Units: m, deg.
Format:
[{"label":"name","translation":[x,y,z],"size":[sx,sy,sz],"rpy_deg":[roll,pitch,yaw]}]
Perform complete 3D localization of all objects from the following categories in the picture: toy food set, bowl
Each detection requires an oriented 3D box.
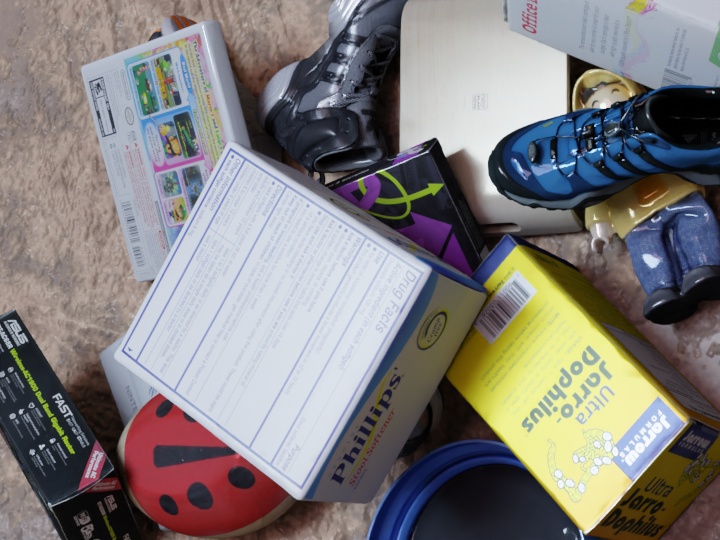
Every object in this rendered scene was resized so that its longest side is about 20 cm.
[{"label":"toy food set","translation":[0.107,-0.127,1.296],"size":[0.143,0.060,0.202],"rpy_deg":[-2,85,29]},{"label":"bowl","translation":[0.091,0.227,1.224],"size":[0.200,0.039,0.202],"rpy_deg":[-9,75,37]}]

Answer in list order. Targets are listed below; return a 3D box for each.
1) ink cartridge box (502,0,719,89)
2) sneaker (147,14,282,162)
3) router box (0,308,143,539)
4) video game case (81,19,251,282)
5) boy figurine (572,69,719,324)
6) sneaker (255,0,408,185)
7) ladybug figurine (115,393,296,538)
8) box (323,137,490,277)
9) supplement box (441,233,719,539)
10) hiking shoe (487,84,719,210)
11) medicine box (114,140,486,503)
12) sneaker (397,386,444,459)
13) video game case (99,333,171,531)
[{"label":"ink cartridge box","translation":[0.203,-0.194,1.155],"size":[0.199,0.145,0.088],"rpy_deg":[22,79,11]},{"label":"sneaker","translation":[-0.146,-0.122,1.475],"size":[0.112,0.077,0.201],"rpy_deg":[-48,55,27]},{"label":"router box","translation":[-0.264,0.153,1.422],"size":[0.062,0.150,0.200],"rpy_deg":[-28,56,-15]},{"label":"video game case","translation":[-0.159,-0.097,1.426],"size":[0.181,0.024,0.202],"rpy_deg":[-10,96,46]},{"label":"boy figurine","translation":[0.214,-0.066,1.213],"size":[0.124,0.064,0.201],"rpy_deg":[-29,65,28]},{"label":"sneaker","translation":[0.004,-0.155,1.375],"size":[0.200,0.075,0.114],"rpy_deg":[-45,58,23]},{"label":"ladybug figurine","translation":[-0.125,0.149,1.347],"size":[0.199,0.072,0.137],"rpy_deg":[-13,77,34]},{"label":"box","translation":[0.000,0.000,1.295],"size":[0.199,0.036,0.144],"rpy_deg":[-22,104,23]},{"label":"supplement box","translation":[0.155,0.086,1.183],"size":[0.110,0.109,0.200],"rpy_deg":[-50,56,13]},{"label":"hiking shoe","translation":[0.184,-0.096,1.148],"size":[0.198,0.087,0.075],"rpy_deg":[-9,65,7]},{"label":"medicine box","translation":[-0.044,0.038,1.189],"size":[0.199,0.103,0.183],"rpy_deg":[33,97,28]},{"label":"sneaker","translation":[-0.035,0.086,1.278],"size":[0.199,0.079,0.074],"rpy_deg":[20,119,8]},{"label":"video game case","translation":[-0.126,0.096,1.425],"size":[0.200,0.022,0.183],"rpy_deg":[-36,60,21]}]
